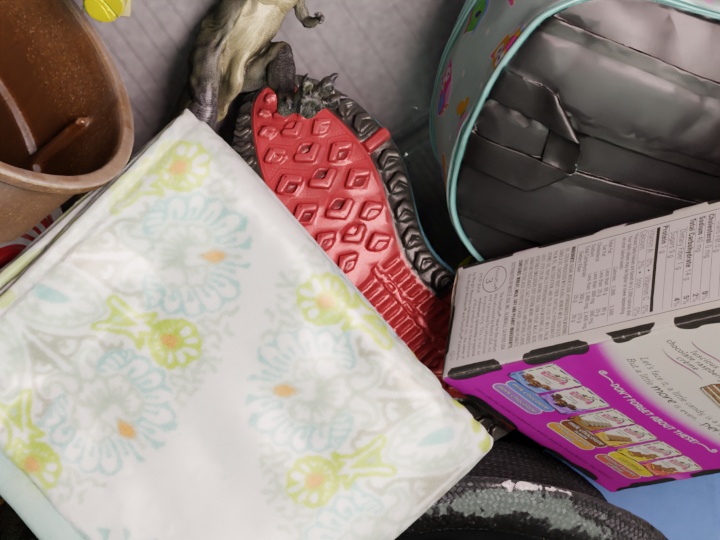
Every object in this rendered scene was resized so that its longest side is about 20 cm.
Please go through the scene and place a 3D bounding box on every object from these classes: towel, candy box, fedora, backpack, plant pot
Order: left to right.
[{"bbox_3d":[-0.234,-0.050,0.924,0.200,0.200,0.198,35,116,-27],"label":"plant pot"},{"bbox_3d":[-0.070,0.057,0.935,0.171,0.048,0.200,-42,92,0],"label":"towel"},{"bbox_3d":[0.054,0.140,1.039,0.200,0.092,0.201,0,127,1],"label":"fedora"},{"bbox_3d":[0.131,-0.072,0.999,0.200,0.153,0.176,8,127,-20],"label":"backpack"},{"bbox_3d":[0.155,0.031,0.945,0.200,0.061,0.136,-14,145,38],"label":"candy box"}]

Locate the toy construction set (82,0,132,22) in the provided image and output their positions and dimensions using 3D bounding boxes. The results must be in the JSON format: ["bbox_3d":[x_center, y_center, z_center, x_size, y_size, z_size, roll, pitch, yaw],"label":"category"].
[{"bbox_3d":[-0.108,-0.212,0.900,0.131,0.092,0.200,28,107,-14],"label":"toy construction set"}]

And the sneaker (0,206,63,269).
[{"bbox_3d":[-0.213,0.048,1.014,0.078,0.116,0.200,32,106,-16],"label":"sneaker"}]

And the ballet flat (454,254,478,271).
[{"bbox_3d":[0.134,0.034,1.125,0.200,0.067,0.067,11,139,-15],"label":"ballet flat"}]

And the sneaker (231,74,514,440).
[{"bbox_3d":[0.000,0.000,1.050,0.079,0.096,0.200,-33,91,-10],"label":"sneaker"}]

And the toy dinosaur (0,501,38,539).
[{"bbox_3d":[-0.129,0.135,1.032,0.200,0.102,0.077,10,127,17],"label":"toy dinosaur"}]

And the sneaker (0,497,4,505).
[{"bbox_3d":[-0.143,0.164,1.128,0.200,0.073,0.085,24,115,-22],"label":"sneaker"}]

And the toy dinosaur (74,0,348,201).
[{"bbox_3d":[-0.058,-0.084,0.993,0.047,0.088,0.200,19,117,-41],"label":"toy dinosaur"}]

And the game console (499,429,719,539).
[{"bbox_3d":[0.159,0.150,1.090,0.200,0.177,0.031,-9,165,11],"label":"game console"}]
